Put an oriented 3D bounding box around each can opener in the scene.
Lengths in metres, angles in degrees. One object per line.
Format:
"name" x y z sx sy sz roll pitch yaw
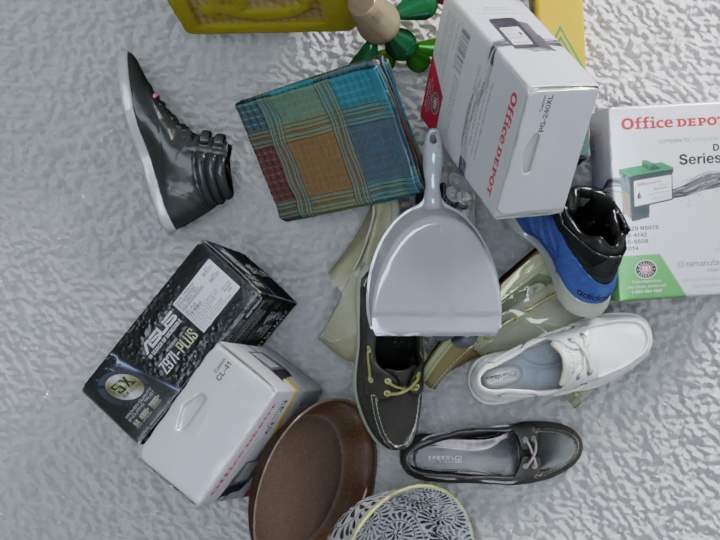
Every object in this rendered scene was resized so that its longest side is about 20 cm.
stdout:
"can opener" 0.094 -0.013 1.708 0.052 0.066 0.202 18 56 -30

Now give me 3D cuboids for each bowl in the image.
"bowl" 0.019 0.311 1.711 0.094 0.199 0.203 15 92 48

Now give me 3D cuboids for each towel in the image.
"towel" -0.031 -0.131 1.696 0.198 0.022 0.148 -11 108 36

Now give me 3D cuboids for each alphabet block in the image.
"alphabet block" -0.102 -0.367 1.665 0.192 0.196 0.203 -2 80 6

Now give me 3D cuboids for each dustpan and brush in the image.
"dustpan and brush" 0.074 -0.039 1.631 0.138 0.057 0.203 0 98 -8

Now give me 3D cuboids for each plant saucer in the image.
"plant saucer" -0.057 0.227 1.702 0.036 0.199 0.203 14 92 35

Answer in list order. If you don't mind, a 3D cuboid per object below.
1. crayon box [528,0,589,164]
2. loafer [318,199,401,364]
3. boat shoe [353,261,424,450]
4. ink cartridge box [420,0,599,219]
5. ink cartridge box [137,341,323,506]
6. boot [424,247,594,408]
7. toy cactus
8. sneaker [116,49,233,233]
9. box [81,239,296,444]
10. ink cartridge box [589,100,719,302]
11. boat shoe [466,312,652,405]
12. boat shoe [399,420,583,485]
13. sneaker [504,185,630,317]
"crayon box" 0.205 -0.212 1.691 0.051 0.126 0.203 -3 90 4
"loafer" 0.000 0.000 1.735 0.067 0.076 0.203 11 92 -2
"boat shoe" 0.032 0.094 1.686 0.071 0.061 0.204 -10 102 -18
"ink cartridge box" 0.143 -0.166 1.612 0.082 0.201 0.147 -4 127 -23
"ink cartridge box" -0.129 0.158 1.681 0.085 0.200 0.148 36 94 11
"boot" 0.173 0.091 1.727 0.200 0.072 0.155 -43 90 3
"toy cactus" 0.035 -0.234 1.687 0.199 0.165 0.103 -40 61 9
"sneaker" -0.195 -0.150 1.755 0.098 0.071 0.202 -18 95 2
"box" -0.175 0.077 1.701 0.086 0.164 0.201 40 94 12
"ink cartridge box" 0.320 -0.073 1.697 0.144 0.084 0.203 -4 91 -5
"boat shoe" 0.207 0.094 1.657 0.198 0.069 0.072 -19 87 -2
"boat shoe" 0.140 0.198 1.735 0.197 0.057 0.068 -4 90 5
"sneaker" 0.210 -0.061 1.664 0.076 0.112 0.201 -5 47 -22
